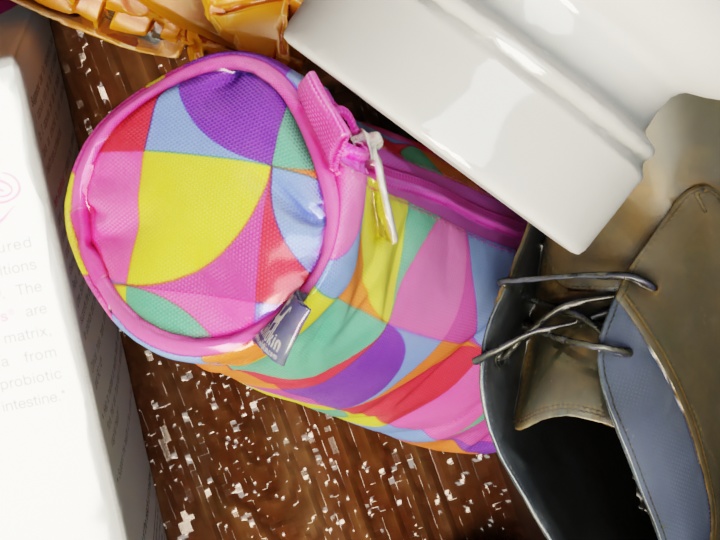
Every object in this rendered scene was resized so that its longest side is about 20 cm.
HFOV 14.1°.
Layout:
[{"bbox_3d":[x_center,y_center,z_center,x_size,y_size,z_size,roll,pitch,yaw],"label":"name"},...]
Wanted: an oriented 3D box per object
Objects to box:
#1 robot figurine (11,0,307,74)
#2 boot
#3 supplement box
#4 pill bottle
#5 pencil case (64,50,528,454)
[{"bbox_3d":[-0.101,-0.111,0.793,0.200,0.145,0.058,24,78,0],"label":"robot figurine"},{"bbox_3d":[0.072,-0.003,0.776,0.075,0.097,0.200,-7,117,39],"label":"boot"},{"bbox_3d":[-0.124,0.030,0.863,0.101,0.103,0.200,-10,108,2],"label":"supplement box"},{"bbox_3d":[0.075,-0.110,0.692,0.120,0.120,0.200,36,92,-11],"label":"pill bottle"},{"bbox_3d":[0.000,0.000,0.808,0.088,0.200,0.088,-5,78,23],"label":"pencil case"}]
